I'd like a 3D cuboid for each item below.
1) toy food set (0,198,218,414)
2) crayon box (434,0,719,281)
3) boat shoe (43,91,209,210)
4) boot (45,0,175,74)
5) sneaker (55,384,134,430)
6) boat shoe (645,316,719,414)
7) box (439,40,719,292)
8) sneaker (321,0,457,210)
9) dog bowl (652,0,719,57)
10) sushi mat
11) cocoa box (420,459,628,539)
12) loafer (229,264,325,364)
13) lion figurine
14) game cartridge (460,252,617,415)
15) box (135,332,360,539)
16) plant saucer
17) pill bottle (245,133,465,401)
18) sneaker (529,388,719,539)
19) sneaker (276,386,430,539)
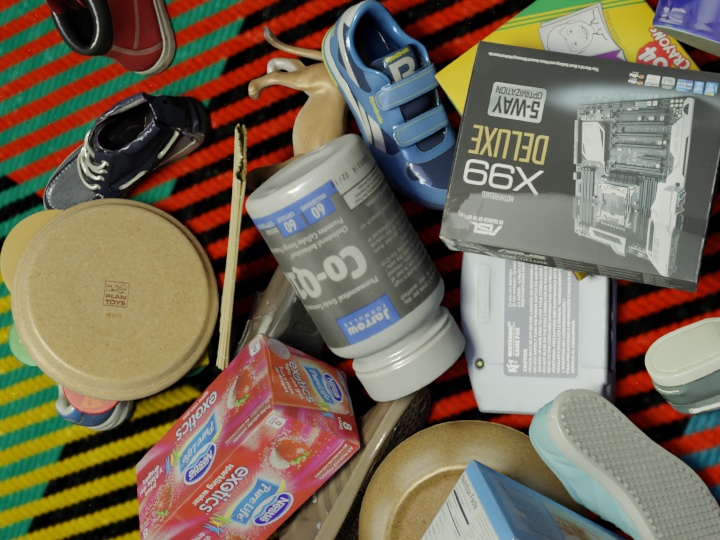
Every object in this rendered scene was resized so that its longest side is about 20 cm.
[{"bbox_3d":[-0.230,0.030,1.297,0.198,0.049,0.200,-9,75,-17],"label":"toy food set"},{"bbox_3d":[0.186,-0.125,1.126,0.172,0.058,0.201,-35,71,4],"label":"crayon box"},{"bbox_3d":[-0.246,-0.109,1.331,0.199,0.093,0.075,-33,76,20],"label":"boat shoe"},{"bbox_3d":[-0.255,-0.288,1.313,0.072,0.144,0.202,-26,77,23],"label":"boot"},{"bbox_3d":[-0.254,0.053,1.340,0.075,0.077,0.203,-3,85,26],"label":"sneaker"},{"bbox_3d":[0.326,0.063,1.094,0.198,0.073,0.062,-18,125,16],"label":"boat shoe"},{"bbox_3d":[0.172,-0.080,1.064,0.198,0.050,0.160,11,82,15],"label":"box"},{"bbox_3d":[0.035,-0.143,1.195,0.074,0.082,0.201,-30,81,-24],"label":"sneaker"},{"bbox_3d":[0.317,-0.183,1.016,0.198,0.200,0.080,24,101,23],"label":"dog bowl"},{"bbox_3d":[-0.113,-0.020,1.233,0.012,0.096,0.202,4,123,-6],"label":"sushi mat"},{"bbox_3d":[0.145,0.263,1.072,0.199,0.134,0.132,29,101,-17],"label":"cocoa box"},{"bbox_3d":[-0.070,0.055,1.270,0.201,0.073,0.071,-59,34,14],"label":"loafer"},{"bbox_3d":[-0.036,-0.127,1.249,0.121,0.072,0.203,-4,83,18],"label":"lion figurine"},{"bbox_3d":[0.150,0.021,1.178,0.131,0.041,0.203,1,89,21],"label":"game cartridge"},{"bbox_3d":[-0.102,0.164,1.224,0.200,0.099,0.096,-46,36,25],"label":"box"},{"bbox_3d":[0.093,0.228,1.169,0.197,0.035,0.203,1,97,10],"label":"plant saucer"},{"bbox_3d":[0.000,0.000,1.160,0.113,0.114,0.201,-26,104,21],"label":"pill bottle"},{"bbox_3d":[0.217,0.178,1.130,0.074,0.082,0.200,-42,91,-26],"label":"sneaker"},{"bbox_3d":[-0.015,0.171,1.232,0.075,0.070,0.201,35,101,27],"label":"sneaker"}]
